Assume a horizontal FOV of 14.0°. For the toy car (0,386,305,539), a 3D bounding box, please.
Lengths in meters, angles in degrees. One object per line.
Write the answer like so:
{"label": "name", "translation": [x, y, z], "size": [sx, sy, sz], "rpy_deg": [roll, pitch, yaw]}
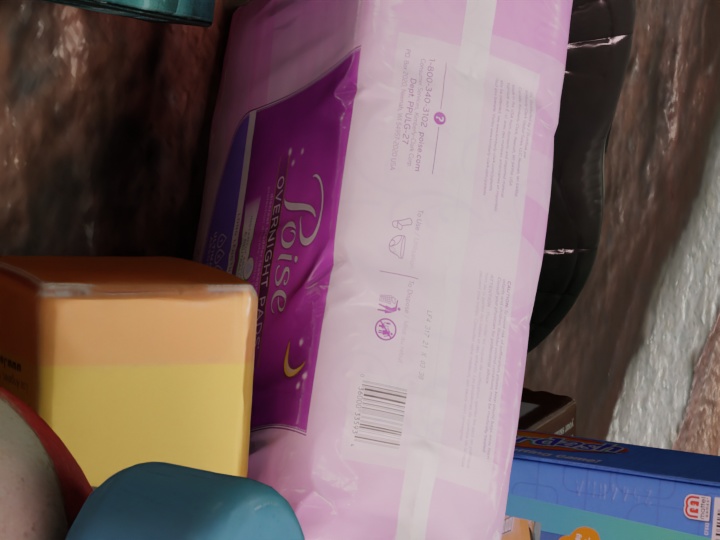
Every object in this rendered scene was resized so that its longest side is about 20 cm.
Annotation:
{"label": "toy car", "translation": [-0.084, 0.116, 0.695], "size": [0.200, 0.184, 0.177], "rpy_deg": [20, 78, -65]}

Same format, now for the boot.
{"label": "boot", "translation": [0.052, -0.078, 1.024], "size": [0.154, 0.073, 0.204], "rpy_deg": [-85, -173, -47]}

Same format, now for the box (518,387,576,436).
{"label": "box", "translation": [0.026, 0.147, 1.033], "size": [0.100, 0.075, 0.200], "rpy_deg": [-23, 114, -60]}

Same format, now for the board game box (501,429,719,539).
{"label": "board game box", "translation": [0.046, 0.127, 0.927], "size": [0.045, 0.200, 0.152], "rpy_deg": [-10, 105, -63]}

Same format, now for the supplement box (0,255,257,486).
{"label": "supplement box", "translation": [-0.073, 0.098, 0.817], "size": [0.066, 0.069, 0.201], "rpy_deg": [0, 95, -26]}

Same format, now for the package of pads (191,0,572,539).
{"label": "package of pads", "translation": [0.000, 0.000, 0.870], "size": [0.076, 0.120, 0.200], "rpy_deg": [15, 72, -22]}

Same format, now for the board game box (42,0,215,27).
{"label": "board game box", "translation": [-0.074, -0.174, 0.816], "size": [0.135, 0.028, 0.200], "rpy_deg": [4, 92, -62]}
